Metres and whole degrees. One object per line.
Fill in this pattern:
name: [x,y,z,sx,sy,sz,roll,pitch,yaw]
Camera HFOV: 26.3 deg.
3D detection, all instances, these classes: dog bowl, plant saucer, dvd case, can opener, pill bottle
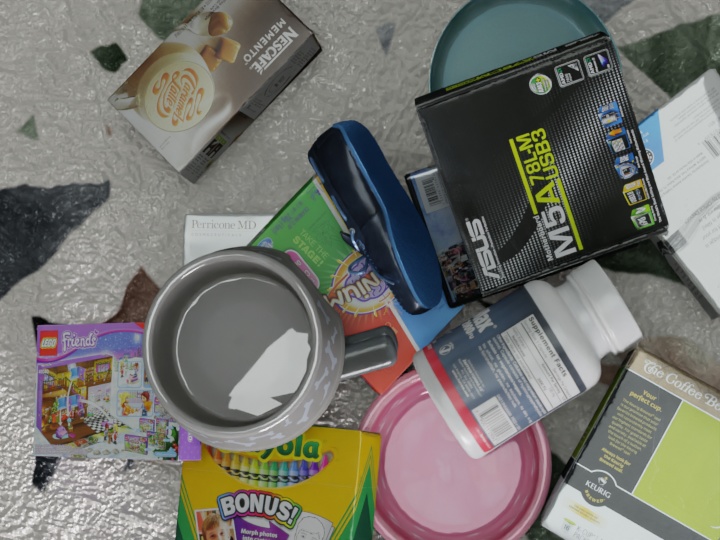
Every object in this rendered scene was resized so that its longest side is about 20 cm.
dog bowl: [-0.116,0.071,1.461,0.198,0.059,0.202,-1,83,11]
plant saucer: [0.093,0.195,1.554,0.199,0.051,0.202,-1,84,8]
dvd case: [0.158,-0.059,1.505,0.199,0.018,0.144,-19,106,5]
can opener: [-0.055,0.108,1.508,0.199,0.053,0.067,-21,107,9]
plant saucer: [0.161,-0.183,1.522,0.199,0.027,0.202,-1,93,-11]
pill bottle: [0.161,0.080,1.471,0.199,0.120,0.120,-32,82,3]

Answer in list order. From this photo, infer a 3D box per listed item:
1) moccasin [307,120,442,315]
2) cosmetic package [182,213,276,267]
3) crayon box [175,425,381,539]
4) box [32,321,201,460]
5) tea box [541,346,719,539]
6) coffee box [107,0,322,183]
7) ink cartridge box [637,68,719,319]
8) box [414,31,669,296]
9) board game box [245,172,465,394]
moccasin: [0.014,-0.046,1.491,0.068,0.080,0.201,-29,79,32]
cosmetic package: [-0.132,0.043,1.585,0.101,0.074,0.202,0,86,6]
crayon box: [-0.085,0.238,1.541,0.199,0.058,0.174,3,86,24]
box: [-0.248,0.123,1.568,0.199,0.039,0.138,-2,84,33]
tea box: [0.304,0.206,1.486,0.199,0.134,0.198,30,89,8]
coffee box: [-0.149,-0.204,1.607,0.200,0.080,0.114,-45,81,1]
ink cartridge box: [0.351,-0.073,1.532,0.145,0.084,0.200,-37,81,2]
box: [0.172,-0.100,1.459,0.192,0.048,0.201,-19,105,4]
board game box: [0.000,0.000,1.544,0.200,0.040,0.153,44,85,-9]
